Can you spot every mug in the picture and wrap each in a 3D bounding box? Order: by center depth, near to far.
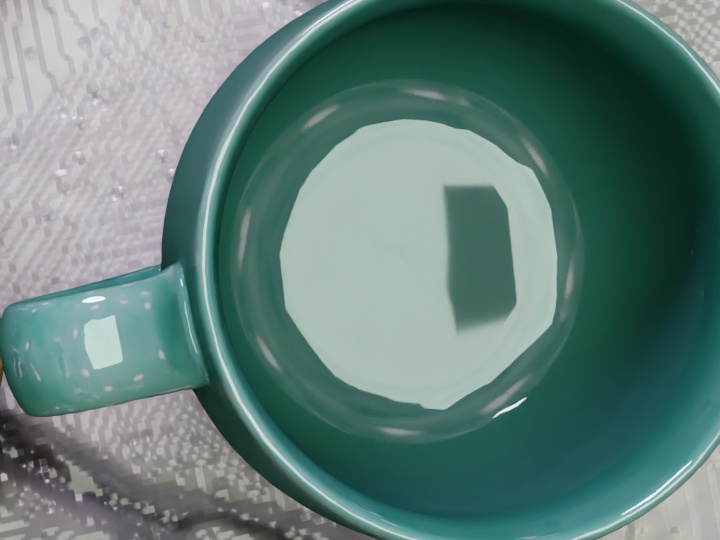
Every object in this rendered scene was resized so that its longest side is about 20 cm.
[{"bbox_3d":[0.008,-0.008,0.794,0.184,0.114,0.153,21,86,-11],"label":"mug"}]

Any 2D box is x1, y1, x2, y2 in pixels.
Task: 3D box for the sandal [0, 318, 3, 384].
[{"bbox_3d":[-0.184,-0.009,0.789,0.199,0.054,0.081,21,80,3],"label":"sandal"}]
